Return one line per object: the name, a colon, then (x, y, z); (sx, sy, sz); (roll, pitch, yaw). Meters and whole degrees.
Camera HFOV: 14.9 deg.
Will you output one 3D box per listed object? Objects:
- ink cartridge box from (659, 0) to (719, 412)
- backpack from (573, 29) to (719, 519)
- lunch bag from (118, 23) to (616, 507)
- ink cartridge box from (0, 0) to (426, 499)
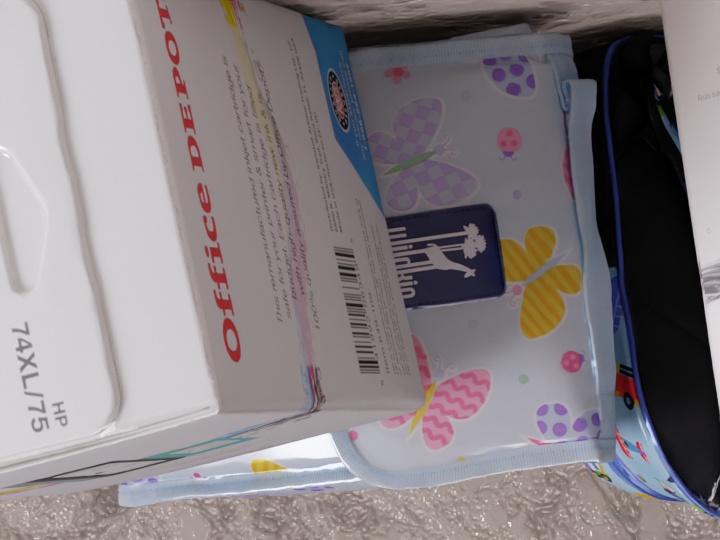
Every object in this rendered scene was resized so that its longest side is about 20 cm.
ink cartridge box: (0.185, -0.014, 0.952); (0.085, 0.200, 0.146); (-11, 174, 41)
backpack: (0.140, 0.007, 1.154); (0.183, 0.200, 0.135); (-3, 174, -41)
lunch bag: (0.000, 0.000, 1.066); (0.200, 0.170, 0.127); (-6, 179, 31)
ink cartridge box: (-0.088, -0.007, 0.918); (0.146, 0.147, 0.200); (-15, 173, 18)
